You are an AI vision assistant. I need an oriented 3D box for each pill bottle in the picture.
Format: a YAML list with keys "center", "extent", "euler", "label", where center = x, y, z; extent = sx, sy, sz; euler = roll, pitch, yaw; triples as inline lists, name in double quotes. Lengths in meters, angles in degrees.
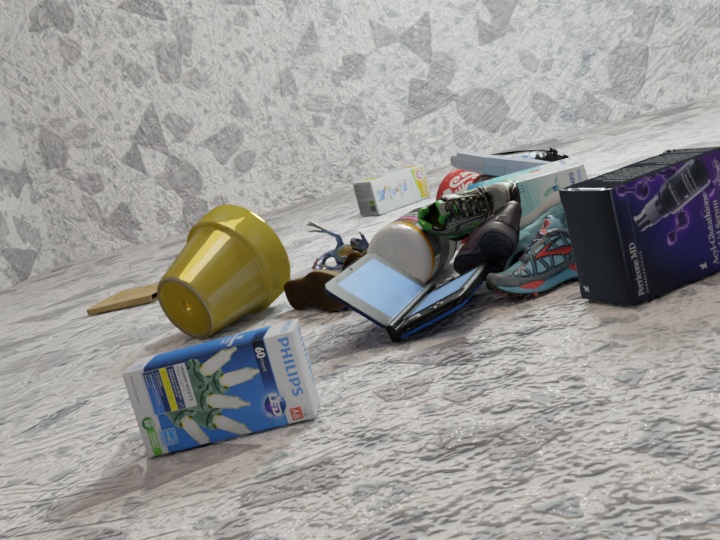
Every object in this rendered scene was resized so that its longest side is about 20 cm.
- center: [0.099, -0.043, 1.514]
  extent: [0.115, 0.118, 0.200]
  euler: [-10, 12, 28]
  label: "pill bottle"

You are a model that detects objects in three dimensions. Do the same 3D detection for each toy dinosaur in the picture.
- center: [-0.031, -0.018, 1.813]
  extent: [0.198, 0.106, 0.181]
  euler: [21, -9, -8]
  label: "toy dinosaur"

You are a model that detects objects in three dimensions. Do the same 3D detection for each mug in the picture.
- center: [0.245, -0.111, 1.743]
  extent: [0.132, 0.179, 0.200]
  euler: [21, -1, -25]
  label: "mug"

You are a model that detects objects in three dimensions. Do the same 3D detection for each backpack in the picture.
- center: [0.331, -0.193, 1.890]
  extent: [0.198, 0.156, 0.162]
  euler: [17, 6, 33]
  label: "backpack"

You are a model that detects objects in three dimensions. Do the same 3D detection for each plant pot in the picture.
- center: [-0.256, 0.015, 1.583]
  extent: [0.199, 0.202, 0.189]
  euler: [-6, 29, 42]
  label: "plant pot"

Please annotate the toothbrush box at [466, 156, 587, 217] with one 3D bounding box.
- center: [0.282, -0.121, 1.492]
  extent: [0.198, 0.086, 0.146]
  euler: [-13, 10, 12]
  label: "toothbrush box"

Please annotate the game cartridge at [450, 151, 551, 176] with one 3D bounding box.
- center: [0.287, -0.197, 1.685]
  extent: [0.198, 0.041, 0.133]
  euler: [1, 8, -27]
  label: "game cartridge"

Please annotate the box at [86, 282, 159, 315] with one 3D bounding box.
- center: [-0.560, 0.064, 2.217]
  extent: [0.198, 0.022, 0.163]
  euler: [-11, 11, 22]
  label: "box"

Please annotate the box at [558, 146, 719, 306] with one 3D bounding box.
- center: [0.366, -0.058, 1.103]
  extent: [0.198, 0.150, 0.104]
  euler: [-21, 12, -21]
  label: "box"

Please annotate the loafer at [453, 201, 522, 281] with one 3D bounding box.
- center: [0.196, -0.040, 1.320]
  extent: [0.063, 0.071, 0.200]
  euler: [-62, 1, -21]
  label: "loafer"

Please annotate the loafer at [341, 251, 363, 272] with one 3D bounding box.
- center: [0.000, 0.000, 1.559]
  extent: [0.072, 0.073, 0.200]
  euler: [-18, 10, -8]
  label: "loafer"

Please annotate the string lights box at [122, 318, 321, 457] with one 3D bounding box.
- center: [-0.154, 0.132, 0.996]
  extent: [0.198, 0.104, 0.059]
  euler: [-15, 9, 7]
  label: "string lights box"

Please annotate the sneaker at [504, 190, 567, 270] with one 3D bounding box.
- center: [0.284, -0.051, 1.318]
  extent: [0.073, 0.083, 0.200]
  euler: [16, -34, -29]
  label: "sneaker"

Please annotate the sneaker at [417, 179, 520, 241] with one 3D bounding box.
- center: [0.168, -0.088, 1.366]
  extent: [0.084, 0.079, 0.199]
  euler: [3, -15, -37]
  label: "sneaker"

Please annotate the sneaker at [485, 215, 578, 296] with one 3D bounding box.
- center: [0.259, -0.027, 1.241]
  extent: [0.198, 0.097, 0.079]
  euler: [-18, 10, -15]
  label: "sneaker"

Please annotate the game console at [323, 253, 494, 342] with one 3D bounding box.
- center: [0.073, 0.009, 1.241]
  extent: [0.170, 0.119, 0.200]
  euler: [-31, 3, 26]
  label: "game console"

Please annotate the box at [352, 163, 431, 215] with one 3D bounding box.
- center: [0.095, -0.239, 2.620]
  extent: [0.198, 0.103, 0.112]
  euler: [-21, 12, -28]
  label: "box"

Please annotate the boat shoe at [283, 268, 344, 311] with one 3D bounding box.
- center: [-0.059, 0.026, 1.513]
  extent: [0.064, 0.072, 0.199]
  euler: [-23, 11, -32]
  label: "boat shoe"
